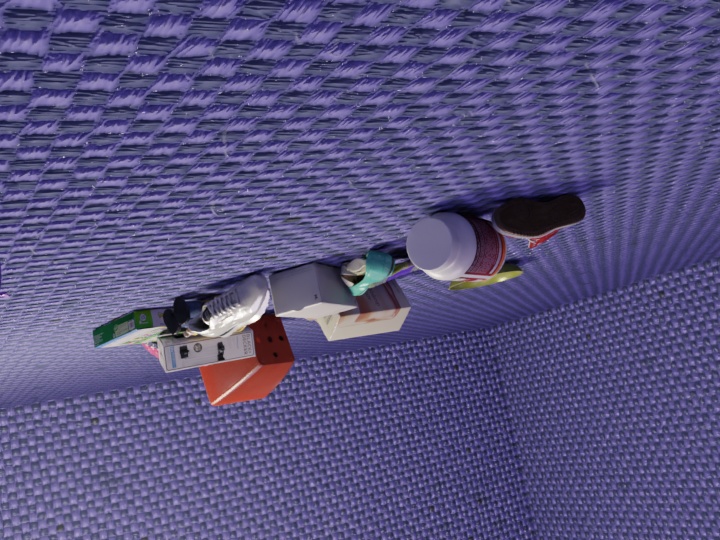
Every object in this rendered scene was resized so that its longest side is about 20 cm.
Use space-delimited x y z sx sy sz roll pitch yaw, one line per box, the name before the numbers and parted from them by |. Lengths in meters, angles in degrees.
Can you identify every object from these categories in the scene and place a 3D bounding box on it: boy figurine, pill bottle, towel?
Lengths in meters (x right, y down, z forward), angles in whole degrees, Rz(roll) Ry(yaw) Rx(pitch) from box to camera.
boy figurine | -0.317 0.098 1.771 0.124 0.065 0.199 -42 154 22
pill bottle | 0.162 -0.039 1.442 0.112 0.115 0.199 -17 169 30
towel | 0.114 -0.011 1.744 0.198 0.023 0.143 -19 175 -25

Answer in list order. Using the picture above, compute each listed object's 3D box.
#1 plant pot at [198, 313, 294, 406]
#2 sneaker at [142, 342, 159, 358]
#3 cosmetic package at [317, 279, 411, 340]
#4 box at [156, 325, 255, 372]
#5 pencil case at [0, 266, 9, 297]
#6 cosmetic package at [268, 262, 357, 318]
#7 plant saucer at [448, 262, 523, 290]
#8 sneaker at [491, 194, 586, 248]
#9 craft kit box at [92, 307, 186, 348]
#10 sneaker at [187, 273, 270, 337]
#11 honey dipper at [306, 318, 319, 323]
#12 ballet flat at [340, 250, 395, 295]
plant pot | -0.287 0.210 2.192 0.175 0.202 0.199 -33 160 33
sneaker | -0.447 0.178 2.113 0.197 0.088 0.074 7 151 21
cosmetic package | 0.003 0.085 1.954 0.198 0.104 0.088 -7 139 -35
box | -0.337 0.166 1.866 0.197 0.061 0.116 -9 -172 -20
pencil case | -0.504 0.005 0.954 0.197 0.087 0.084 -11 170 -10
cosmetic package | -0.092 0.045 1.715 0.106 0.086 0.200 -15 170 17
plant saucer | 0.323 0.013 2.220 0.197 0.031 0.200 -12 171 -2
sneaker | 0.287 -0.080 1.488 0.198 0.072 0.112 -9 167 -30
craft kit box | -0.452 0.122 1.865 0.196 0.049 0.199 1 165 -44
sneaker | -0.250 0.071 1.638 0.080 0.077 0.200 8 141 -45
honey dipper | -0.098 0.120 2.023 0.038 0.039 0.200 -8 -160 -22
ballet flat | 0.000 0.000 1.675 0.070 0.068 0.200 17 161 -17
